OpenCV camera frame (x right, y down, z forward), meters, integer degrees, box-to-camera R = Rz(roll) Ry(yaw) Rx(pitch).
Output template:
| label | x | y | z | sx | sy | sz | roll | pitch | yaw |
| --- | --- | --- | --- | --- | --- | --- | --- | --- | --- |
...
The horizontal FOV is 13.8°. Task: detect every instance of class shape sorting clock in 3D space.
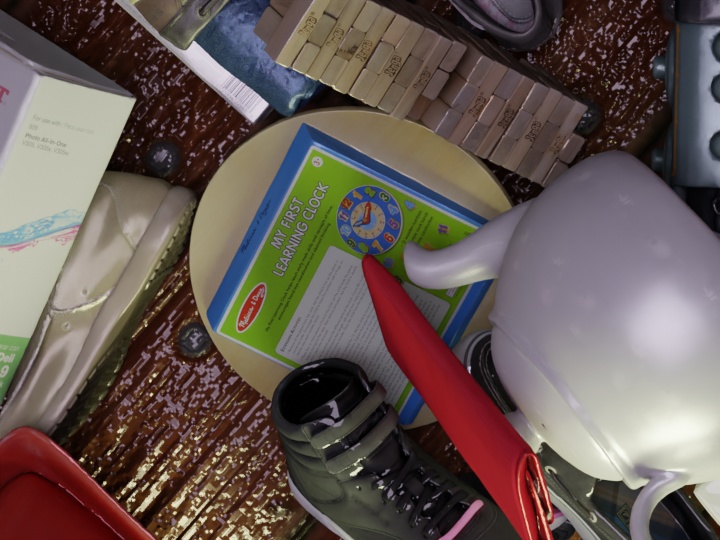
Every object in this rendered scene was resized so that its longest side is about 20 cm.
| label | x | y | z | sx | sy | sz | roll | pitch | yaw |
| --- | --- | --- | --- | --- | --- | --- | --- | --- | --- |
| shape sorting clock | 0.000 | 0.000 | 1.701 | 0.200 | 0.039 | 0.200 | 3 | 116 | 7 |

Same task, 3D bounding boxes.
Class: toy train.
| label | x | y | z | sx | sy | sz | roll | pitch | yaw |
| --- | --- | --- | --- | --- | --- | --- | --- | --- | --- |
| toy train | 0.200 | -0.108 | 1.629 | 0.085 | 0.114 | 0.200 | 3 | 98 | 9 |

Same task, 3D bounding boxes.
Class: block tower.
| label | x | y | z | sx | sy | sz | roll | pitch | yaw |
| --- | --- | --- | --- | --- | --- | --- | --- | --- | --- |
| block tower | 0.034 | -0.110 | 1.629 | 0.200 | 0.058 | 0.054 | 23 | 104 | -35 |

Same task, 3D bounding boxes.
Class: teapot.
| label | x | y | z | sx | sy | sz | roll | pitch | yaw |
| --- | --- | --- | --- | --- | --- | --- | --- | --- | --- |
| teapot | 0.139 | 0.047 | 1.570 | 0.146 | 0.200 | 0.197 | -41 | 108 | -1 |

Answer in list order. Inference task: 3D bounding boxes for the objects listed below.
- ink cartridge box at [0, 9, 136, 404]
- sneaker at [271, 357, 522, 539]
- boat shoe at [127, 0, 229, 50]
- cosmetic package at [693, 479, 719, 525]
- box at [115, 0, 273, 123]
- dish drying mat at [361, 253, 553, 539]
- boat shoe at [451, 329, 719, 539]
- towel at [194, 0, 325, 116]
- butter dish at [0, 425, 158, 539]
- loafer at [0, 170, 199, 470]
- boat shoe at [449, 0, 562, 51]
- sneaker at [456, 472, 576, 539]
| label | x | y | z | sx | sy | sz | roll | pitch | yaw |
| --- | --- | --- | --- | --- | --- | --- | --- | --- | --- |
| ink cartridge box | -0.234 | -0.045 | 1.687 | 0.145 | 0.087 | 0.200 | 32 | 104 | 37 |
| sneaker | 0.020 | 0.117 | 1.650 | 0.071 | 0.099 | 0.200 | -43 | 47 | -21 |
| boat shoe | -0.042 | -0.196 | 1.622 | 0.201 | 0.072 | 0.066 | -39 | 100 | -11 |
| cosmetic package | 0.287 | 0.083 | 1.646 | 0.200 | 0.108 | 0.085 | -39 | 90 | 10 |
| box | -0.119 | -0.164 | 1.708 | 0.200 | 0.039 | 0.041 | 41 | 100 | 1 |
| dish drying mat | 0.052 | 0.069 | 1.598 | 0.018 | 0.200 | 0.077 | -25 | 129 | -9 |
| boat shoe | 0.131 | 0.108 | 1.660 | 0.070 | 0.066 | 0.200 | -40 | 95 | -33 |
| towel | -0.077 | -0.186 | 1.672 | 0.200 | 0.049 | 0.112 | 42 | 68 | 1 |
| butter dish | -0.194 | 0.227 | 1.695 | 0.199 | 0.148 | 0.200 | 44 | 129 | 1 |
| loafer | -0.166 | 0.026 | 1.726 | 0.068 | 0.076 | 0.200 | 33 | 98 | 8 |
| boat shoe | 0.044 | -0.208 | 1.668 | 0.067 | 0.057 | 0.200 | -39 | 91 | 12 |
| sneaker | 0.036 | 0.189 | 1.725 | 0.200 | 0.080 | 0.086 | -26 | 119 | 7 |
